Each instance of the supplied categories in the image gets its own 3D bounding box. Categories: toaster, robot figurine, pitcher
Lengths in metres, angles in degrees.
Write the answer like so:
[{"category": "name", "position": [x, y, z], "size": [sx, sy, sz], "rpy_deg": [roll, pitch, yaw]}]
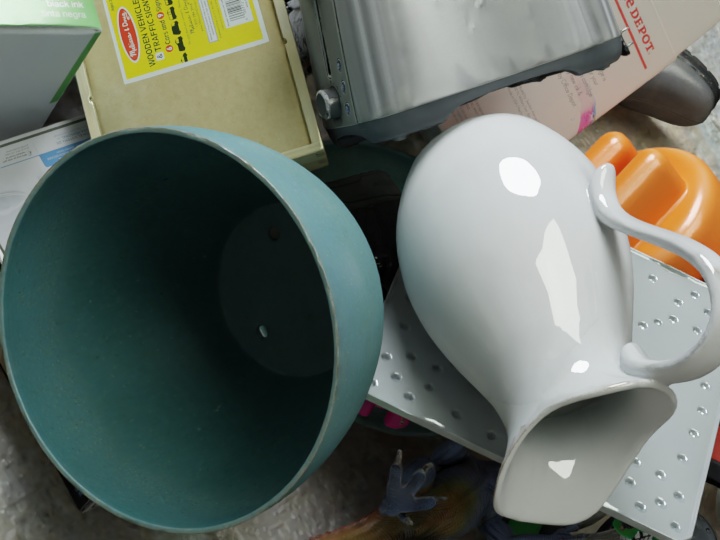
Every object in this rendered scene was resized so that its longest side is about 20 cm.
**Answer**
[{"category": "toaster", "position": [0.056, -0.154, 1.217], "size": [0.199, 0.114, 0.130], "rpy_deg": [-20, 98, -18]}, {"category": "robot figurine", "position": [0.196, 0.002, 1.385], "size": [0.200, 0.143, 0.117], "rpy_deg": [50, 41, -34]}, {"category": "pitcher", "position": [0.107, 0.003, 1.135], "size": [0.121, 0.171, 0.201], "rpy_deg": [21, 39, -42]}]

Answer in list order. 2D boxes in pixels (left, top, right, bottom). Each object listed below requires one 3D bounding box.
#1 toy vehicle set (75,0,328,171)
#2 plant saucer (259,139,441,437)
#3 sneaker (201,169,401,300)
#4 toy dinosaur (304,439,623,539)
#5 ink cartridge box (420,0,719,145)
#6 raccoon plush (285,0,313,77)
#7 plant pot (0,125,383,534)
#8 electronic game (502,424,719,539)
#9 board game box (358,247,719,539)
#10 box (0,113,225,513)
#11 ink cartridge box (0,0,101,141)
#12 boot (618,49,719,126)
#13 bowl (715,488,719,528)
[{"category": "toy vehicle set", "position": [-0.102, -0.136, 1.233], "size": [0.123, 0.027, 0.201], "rpy_deg": [-15, 73, 1]}, {"category": "plant saucer", "position": [0.009, 0.016, 1.337], "size": [0.199, 0.036, 0.201], "rpy_deg": [15, 57, -24]}, {"category": "sneaker", "position": [-0.002, 0.002, 1.272], "size": [0.199, 0.060, 0.105], "rpy_deg": [-19, 73, -49]}, {"category": "toy dinosaur", "position": [0.047, 0.118, 1.261], "size": [0.181, 0.198, 0.106], "rpy_deg": [-35, 116, -73]}, {"category": "ink cartridge box", "position": [0.118, -0.151, 1.367], "size": [0.199, 0.117, 0.067], "rpy_deg": [-36, 40, -6]}, {"category": "raccoon plush", "position": [-0.023, -0.151, 1.324], "size": [0.199, 0.134, 0.097], "rpy_deg": [-20, 79, -7]}, {"category": "plant pot", "position": [-0.066, 0.020, 1.126], "size": [0.201, 0.200, 0.135], "rpy_deg": [56, 29, 9]}, {"category": "electronic game", "position": [0.168, 0.167, 1.264], "size": [0.042, 0.199, 0.201], "rpy_deg": [59, 35, -45]}, {"category": "board game box", "position": [0.108, 0.047, 1.234], "size": [0.199, 0.026, 0.201], "rpy_deg": [26, 44, -1]}, {"category": "box", "position": [-0.147, 0.019, 1.224], "size": [0.116, 0.060, 0.201], "rpy_deg": [-21, 75, -38]}, {"category": "ink cartridge box", "position": [-0.228, -0.183, 1.239], "size": [0.084, 0.146, 0.201], "rpy_deg": [-3, 65, -31]}, {"category": "boot", "position": [0.140, -0.112, 1.482], "size": [0.199, 0.070, 0.132], "rpy_deg": [23, 56, -5]}, {"category": "bowl", "position": [0.287, 0.148, 1.366], "size": [0.107, 0.202, 0.199], "rpy_deg": [22, 35, 40]}]
